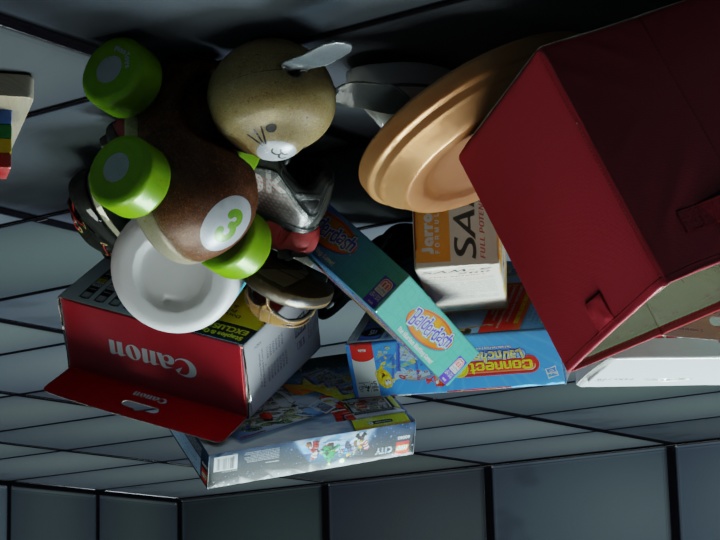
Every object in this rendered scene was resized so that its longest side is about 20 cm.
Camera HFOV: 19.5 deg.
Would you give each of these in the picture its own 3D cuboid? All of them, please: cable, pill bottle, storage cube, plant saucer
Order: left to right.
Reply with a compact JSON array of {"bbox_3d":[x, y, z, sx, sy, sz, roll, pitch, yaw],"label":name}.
[{"bbox_3d":[-0.143,-0.022,1.819,0.111,0.111,0.200,-3,-166,7],"label":"pill bottle"},{"bbox_3d":[0.020,-0.011,2.000,0.200,0.051,0.163,-26,-168,-4],"label":"cable"},{"bbox_3d":[0.094,-0.101,1.544,0.200,0.037,0.200,-26,160,-10],"label":"plant saucer"},{"bbox_3d":[0.198,-0.062,1.438,0.171,0.180,0.200,-21,166,-23],"label":"storage cube"}]

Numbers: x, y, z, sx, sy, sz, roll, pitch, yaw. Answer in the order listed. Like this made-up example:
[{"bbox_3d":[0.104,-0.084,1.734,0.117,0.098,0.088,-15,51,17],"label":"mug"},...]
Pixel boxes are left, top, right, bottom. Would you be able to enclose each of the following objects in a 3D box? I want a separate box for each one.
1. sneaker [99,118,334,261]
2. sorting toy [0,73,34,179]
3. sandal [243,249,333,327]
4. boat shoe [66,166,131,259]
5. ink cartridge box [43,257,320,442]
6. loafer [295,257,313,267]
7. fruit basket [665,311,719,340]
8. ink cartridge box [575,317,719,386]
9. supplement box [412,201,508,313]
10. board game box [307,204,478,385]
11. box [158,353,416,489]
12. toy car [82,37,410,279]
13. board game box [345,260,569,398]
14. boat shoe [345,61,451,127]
[{"bbox_3d":[-0.109,-0.088,1.702,0.200,0.071,0.098,24,116,-16],"label":"sneaker"},{"bbox_3d":[-0.366,-0.096,1.636,0.199,0.070,0.200,2,168,-16],"label":"sorting toy"},{"bbox_3d":[-0.069,0.017,1.759,0.082,0.055,0.200,28,-177,-4],"label":"sandal"},{"bbox_3d":[-0.227,-0.048,1.862,0.063,0.074,0.201,-11,171,5],"label":"boat shoe"},{"bbox_3d":[-0.165,0.058,1.900,0.200,0.084,0.176,13,-146,25],"label":"ink cartridge box"},{"bbox_3d":[-0.139,-0.011,2.078,0.200,0.070,0.070,-17,157,28],"label":"loafer"},{"bbox_3d":[0.274,-0.037,1.683,0.185,0.200,0.094,5,165,-31],"label":"fruit basket"},{"bbox_3d":[0.265,-0.007,1.816,0.147,0.200,0.146,-1,168,-6],"label":"ink cartridge box"},{"bbox_3d":[0.087,-0.042,1.808,0.073,0.126,0.200,-3,169,6],"label":"supplement box"},{"bbox_3d":[0.000,0.000,1.815,0.200,0.045,0.152,43,177,37],"label":"board game box"},{"bbox_3d":[-0.068,0.134,1.907,0.200,0.038,0.137,-7,-152,-22],"label":"box"},{"bbox_3d":[-0.070,-0.102,1.501,0.200,0.158,0.164,-20,152,24],"label":"toy car"},{"bbox_3d":[0.105,0.050,1.948,0.196,0.056,0.200,-5,-162,15],"label":"board game box"},{"bbox_3d":[0.054,-0.111,1.624,0.072,0.066,0.200,-7,167,26],"label":"boat shoe"}]
